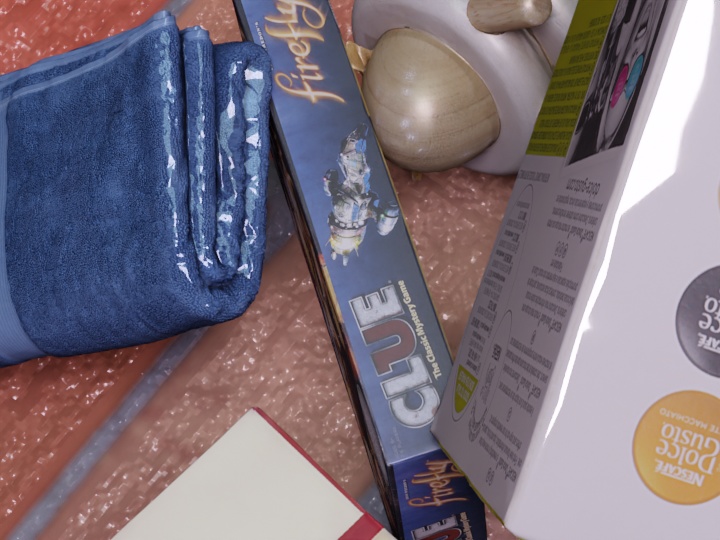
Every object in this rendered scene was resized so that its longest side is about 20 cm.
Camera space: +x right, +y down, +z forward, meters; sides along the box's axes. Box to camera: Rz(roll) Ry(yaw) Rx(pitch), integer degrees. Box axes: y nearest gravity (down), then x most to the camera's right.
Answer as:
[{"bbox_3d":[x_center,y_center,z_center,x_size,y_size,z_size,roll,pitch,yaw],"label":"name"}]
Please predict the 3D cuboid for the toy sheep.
[{"bbox_3d":[0.071,-0.109,1.010,0.138,0.138,0.200,38,62,18],"label":"toy sheep"}]

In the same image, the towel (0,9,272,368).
[{"bbox_3d":[-0.114,-0.023,0.964,0.199,0.048,0.113,-10,76,45],"label":"towel"}]

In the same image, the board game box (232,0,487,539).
[{"bbox_3d":[0.000,0.000,0.965,0.034,0.136,0.201,-17,66,-3],"label":"board game box"}]

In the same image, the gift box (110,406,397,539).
[{"bbox_3d":[-0.033,0.190,0.860,0.187,0.185,0.200,-41,64,-15],"label":"gift box"}]

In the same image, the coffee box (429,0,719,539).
[{"bbox_3d":[0.150,0.003,0.773,0.198,0.200,0.199,19,91,-5],"label":"coffee box"}]
